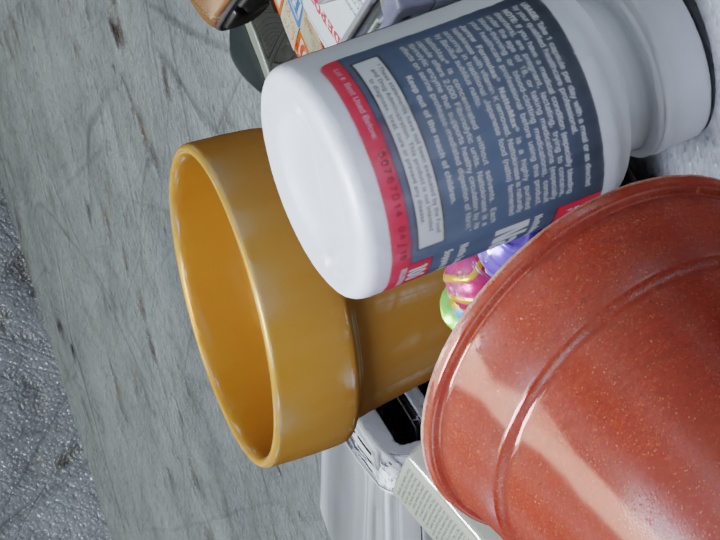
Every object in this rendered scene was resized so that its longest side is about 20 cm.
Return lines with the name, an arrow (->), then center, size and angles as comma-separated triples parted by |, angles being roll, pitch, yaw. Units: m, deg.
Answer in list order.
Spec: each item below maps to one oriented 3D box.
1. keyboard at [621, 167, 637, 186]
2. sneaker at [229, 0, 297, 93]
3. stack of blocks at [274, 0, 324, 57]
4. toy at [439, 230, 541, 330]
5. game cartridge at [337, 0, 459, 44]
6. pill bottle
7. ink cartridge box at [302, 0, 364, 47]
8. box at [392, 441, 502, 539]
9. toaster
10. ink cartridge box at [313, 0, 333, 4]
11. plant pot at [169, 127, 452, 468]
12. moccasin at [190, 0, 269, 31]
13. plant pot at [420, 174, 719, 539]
keyboard -> 0.153, 0.014, 1.479 | 0.128, 0.020, 0.201 | 94, 157, -49
sneaker -> -0.075, -0.206, 1.975 | 0.106, 0.074, 0.201 | -159, 54, -68
stack of blocks -> -0.005, -0.165, 1.798 | 0.115, 0.058, 0.201 | 106, 146, -62
toy -> 0.074, -0.007, 1.492 | 0.047, 0.116, 0.200 | 29, 161, -1
game cartridge -> 0.056, -0.127, 1.477 | 0.200, 0.129, 0.039 | 130, 131, -72
pill bottle -> 0.063, -0.074, 1.353 | 0.120, 0.199, 0.120 | 57, 160, 35
ink cartridge box -> 0.027, -0.197, 1.604 | 0.201, 0.083, 0.145 | 92, 157, -44
box -> 0.108, 0.168, 1.560 | 0.200, 0.068, 0.082 | 49, 163, 10
toaster -> 0.037, 0.133, 1.845 | 0.200, 0.113, 0.130 | -122, 26, -53
ink cartridge box -> 0.023, -0.256, 1.439 | 0.084, 0.144, 0.201 | 156, 99, -73
plant pot -> 0.000, 0.000, 1.702 | 0.200, 0.182, 0.202 | 165, 90, -75
moccasin -> -0.045, -0.236, 1.716 | 0.078, 0.073, 0.201 | 52, 131, 9
plant pot -> 0.161, 0.095, 1.236 | 0.195, 0.200, 0.202 | 49, 152, 41
